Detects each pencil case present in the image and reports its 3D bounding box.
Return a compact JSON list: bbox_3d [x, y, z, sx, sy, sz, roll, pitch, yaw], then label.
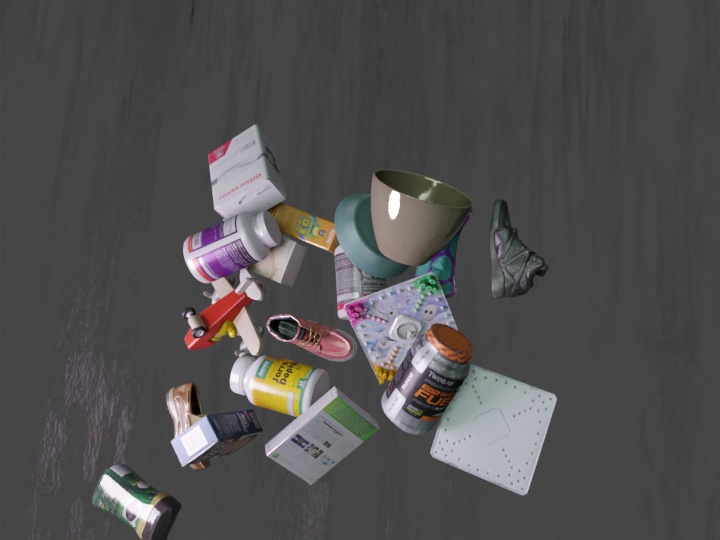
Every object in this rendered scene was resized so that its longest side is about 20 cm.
[{"bbox_3d":[0.171,-0.040,1.252,0.091,0.085,0.202,9,84,19],"label":"pencil case"}]

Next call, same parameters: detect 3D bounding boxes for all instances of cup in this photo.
[{"bbox_3d":[0.102,-0.095,1.161,0.199,0.200,0.145,24,113,19],"label":"cup"}]

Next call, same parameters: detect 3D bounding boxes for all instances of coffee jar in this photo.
[{"bbox_3d":[-0.512,0.537,1.378,0.198,0.085,0.105,24,86,20],"label":"coffee jar"}]

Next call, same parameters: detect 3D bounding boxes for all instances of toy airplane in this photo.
[{"bbox_3d":[-0.282,0.094,1.347,0.197,0.141,0.202,1,60,21],"label":"toy airplane"}]

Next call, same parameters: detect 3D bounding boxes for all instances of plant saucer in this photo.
[{"bbox_3d":[0.040,-0.083,1.250,0.036,0.198,0.202,-36,69,49],"label":"plant saucer"}]

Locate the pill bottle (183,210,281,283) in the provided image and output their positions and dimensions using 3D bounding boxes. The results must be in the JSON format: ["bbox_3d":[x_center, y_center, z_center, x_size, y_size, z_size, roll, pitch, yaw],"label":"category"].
[{"bbox_3d":[-0.276,-0.056,1.304,0.198,0.112,0.114,-21,76,14],"label":"pill bottle"}]

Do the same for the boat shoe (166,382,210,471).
[{"bbox_3d":[-0.382,0.353,1.373,0.073,0.076,0.202,-26,76,9],"label":"boat shoe"}]

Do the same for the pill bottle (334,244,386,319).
[{"bbox_3d":[0.000,0.000,1.285,0.109,0.111,0.203,-7,80,16],"label":"pill bottle"}]

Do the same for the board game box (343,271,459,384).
[{"bbox_3d":[0.092,0.124,1.218,0.198,0.026,0.201,-20,113,11],"label":"board game box"}]

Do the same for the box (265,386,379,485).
[{"bbox_3d":[-0.079,0.347,1.249,0.200,0.144,0.036,-40,31,9],"label":"box"}]

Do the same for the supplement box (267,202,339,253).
[{"bbox_3d":[-0.132,-0.102,1.366,0.198,0.069,0.067,21,89,18],"label":"supplement box"}]

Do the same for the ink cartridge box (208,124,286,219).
[{"bbox_3d":[-0.263,-0.217,1.377,0.144,0.083,0.201,-28,50,11],"label":"ink cartridge box"}]

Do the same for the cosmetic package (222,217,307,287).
[{"bbox_3d":[-0.235,-0.046,1.387,0.198,0.073,0.105,20,88,20],"label":"cosmetic package"}]

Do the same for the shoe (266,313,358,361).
[{"bbox_3d":[-0.107,0.147,1.307,0.198,0.091,0.072,18,87,19],"label":"shoe"}]

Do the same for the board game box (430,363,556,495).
[{"bbox_3d":[0.264,0.309,1.194,0.198,0.026,0.202,18,88,19],"label":"board game box"}]

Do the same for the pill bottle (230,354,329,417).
[{"bbox_3d":[-0.177,0.248,1.303,0.198,0.113,0.114,11,85,19],"label":"pill bottle"}]

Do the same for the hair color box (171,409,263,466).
[{"bbox_3d":[-0.300,0.354,1.279,0.100,0.200,0.061,-36,73,9],"label":"hair color box"}]

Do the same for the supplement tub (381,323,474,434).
[{"bbox_3d":[0.133,0.211,1.176,0.122,0.122,0.201,35,115,19],"label":"supplement tub"}]

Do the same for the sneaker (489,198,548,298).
[{"bbox_3d":[0.318,-0.047,1.214,0.113,0.076,0.202,-5,83,15],"label":"sneaker"}]
